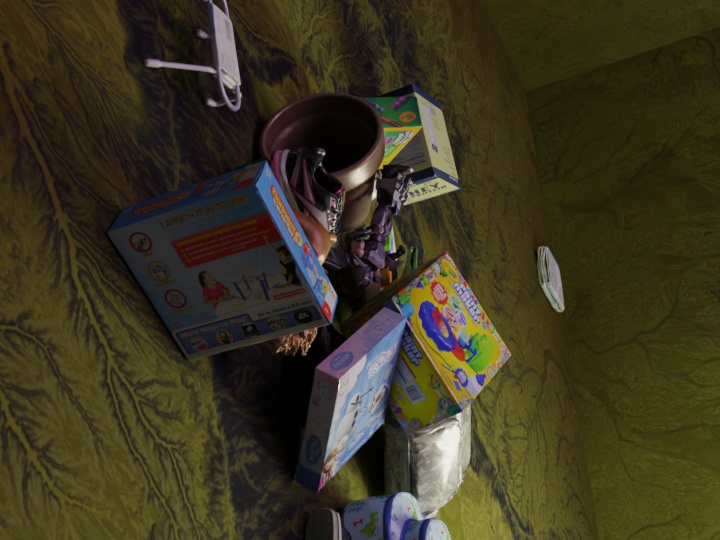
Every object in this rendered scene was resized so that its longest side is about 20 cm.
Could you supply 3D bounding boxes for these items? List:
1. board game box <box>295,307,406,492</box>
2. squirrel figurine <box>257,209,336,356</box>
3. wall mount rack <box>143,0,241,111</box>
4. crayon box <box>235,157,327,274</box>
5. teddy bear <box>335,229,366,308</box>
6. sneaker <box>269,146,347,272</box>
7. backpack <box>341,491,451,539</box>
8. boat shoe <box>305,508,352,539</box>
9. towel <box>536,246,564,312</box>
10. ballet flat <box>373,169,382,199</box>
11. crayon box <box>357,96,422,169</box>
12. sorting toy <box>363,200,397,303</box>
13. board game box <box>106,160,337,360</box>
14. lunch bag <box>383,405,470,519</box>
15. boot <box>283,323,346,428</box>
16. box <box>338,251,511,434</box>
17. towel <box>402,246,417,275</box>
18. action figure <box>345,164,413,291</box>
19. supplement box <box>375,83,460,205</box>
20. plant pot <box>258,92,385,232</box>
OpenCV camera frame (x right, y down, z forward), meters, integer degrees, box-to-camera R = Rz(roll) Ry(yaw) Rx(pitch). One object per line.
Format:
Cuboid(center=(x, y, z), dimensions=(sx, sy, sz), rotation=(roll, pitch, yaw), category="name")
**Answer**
Cuboid(center=(-0.012, 0.181, 1.425), dimensions=(0.200, 0.043, 0.200), rotation=(-38, 144, -53), category="board game box")
Cuboid(center=(-0.113, 0.008, 1.287), dimensions=(0.142, 0.186, 0.201), rotation=(-65, 135, -61), category="squirrel figurine")
Cuboid(center=(-0.230, -0.316, 1.394), dimensions=(0.174, 0.074, 0.201), rotation=(32, 45, -66), category="wall mount rack")
Cuboid(center=(-0.117, -0.057, 1.489), dimensions=(0.200, 0.058, 0.119), rotation=(50, 31, -48), category="crayon box")
Cuboid(center=(0.000, 0.000, 1.784), dimensions=(0.200, 0.066, 0.146), rotation=(-76, 160, -57), category="teddy bear")
Cuboid(center=(-0.056, -0.087, 1.438), dimensions=(0.080, 0.086, 0.201), rotation=(-71, 141, -54), category="sneaker")
Cuboid(center=(0.060, 0.433, 1.492), dimensions=(0.183, 0.146, 0.201), rotation=(35, 41, -63), category="backpack")
Cuboid(center=(-0.041, 0.416, 1.344), dimensions=(0.062, 0.074, 0.201), rotation=(51, 25, -35), category="boat shoe")
Cuboid(center=(0.669, 0.029, 3.546), dimensions=(0.200, 0.048, 0.172), rotation=(49, 35, -49), category="towel")
Cuboid(center=(0.004, -0.162, 1.893), dimensions=(0.200, 0.068, 0.068), rotation=(-61, 132, -62), category="ballet flat")
Cuboid(center=(0.015, -0.236, 1.759), dimensions=(0.200, 0.118, 0.059), rotation=(139, -57, -65), category="crayon box")
Cuboid(center=(0.043, 0.005, 1.726), dimensions=(0.186, 0.036, 0.201), rotation=(80, 14, -45), category="sorting toy")
Cuboid(center=(-0.156, -0.006, 1.164), dimensions=(0.056, 0.199, 0.196), rotation=(-73, 143, -54), category="board game box")
Cuboid(center=(0.101, 0.297, 1.673), dimensions=(0.168, 0.139, 0.201), rotation=(-46, 140, -55), category="lunch bag")
Cuboid(center=(-0.051, 0.158, 1.509), dimensions=(0.154, 0.073, 0.205), rotation=(50, 32, -54), category="boot")
Cuboid(center=(0.104, 0.110, 1.569), dimensions=(0.201, 0.122, 0.193), rotation=(57, 38, -4), category="box")
Cuboid(center=(0.069, 0.074, 1.797), dimensions=(0.201, 0.030, 0.150), rotation=(104, -9, -47), category="towel")
Cuboid(center=(0.031, -0.062, 1.558), dimensions=(0.130, 0.069, 0.201), rotation=(49, 55, -64), category="action figure")
Cuboid(center=(0.104, -0.261, 2.133), dimensions=(0.200, 0.134, 0.201), rotation=(9, 67, -68), category="supplement box")
Cuboid(center=(-0.052, -0.157, 1.618), dimensions=(0.175, 0.199, 0.201), rotation=(80, 9, -50), category="plant pot")
